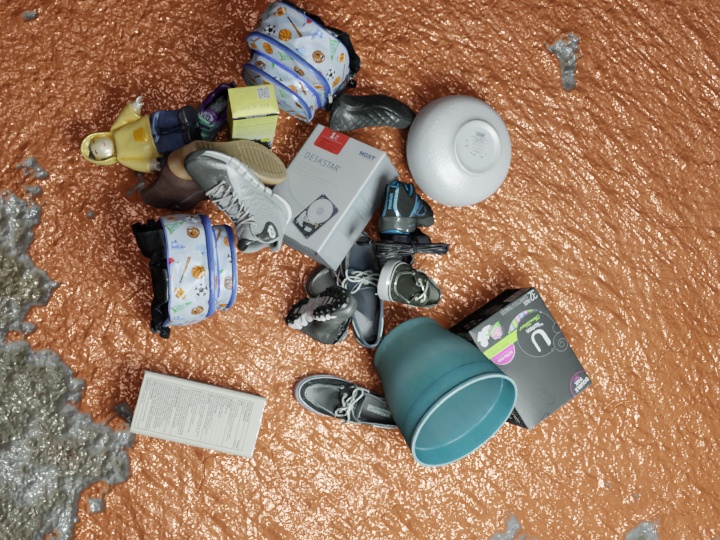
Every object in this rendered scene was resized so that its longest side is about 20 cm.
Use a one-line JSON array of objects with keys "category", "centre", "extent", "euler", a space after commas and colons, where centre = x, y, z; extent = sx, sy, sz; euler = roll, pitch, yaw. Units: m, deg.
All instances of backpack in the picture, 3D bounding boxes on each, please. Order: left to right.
[{"category": "backpack", "centre": [-0.271, -0.002, 1.267], "extent": [0.153, 0.190, 0.201], "euler": [-10, 88, -13]}, {"category": "backpack", "centre": [-0.108, -0.347, 1.321], "extent": [0.200, 0.191, 0.154], "euler": [27, 77, 0]}]

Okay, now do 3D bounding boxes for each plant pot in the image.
[{"category": "plant pot", "centre": [0.122, 0.183, 1.324], "extent": [0.200, 0.200, 0.188], "euler": [-29, 49, -12]}]

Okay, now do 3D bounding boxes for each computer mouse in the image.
[{"category": "computer mouse", "centre": [0.051, -0.041, 1.322], "extent": [0.140, 0.200, 0.046], "euler": [-1, 103, -18]}]

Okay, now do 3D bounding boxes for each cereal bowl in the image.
[{"category": "cereal bowl", "centre": [0.185, -0.212, 1.416], "extent": [0.199, 0.083, 0.201], "euler": [-2, 94, -23]}]

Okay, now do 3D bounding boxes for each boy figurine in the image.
[{"category": "boy figurine", "centre": [-0.360, -0.218, 1.304], "extent": [0.199, 0.064, 0.125], "euler": [-9, 95, 10]}]

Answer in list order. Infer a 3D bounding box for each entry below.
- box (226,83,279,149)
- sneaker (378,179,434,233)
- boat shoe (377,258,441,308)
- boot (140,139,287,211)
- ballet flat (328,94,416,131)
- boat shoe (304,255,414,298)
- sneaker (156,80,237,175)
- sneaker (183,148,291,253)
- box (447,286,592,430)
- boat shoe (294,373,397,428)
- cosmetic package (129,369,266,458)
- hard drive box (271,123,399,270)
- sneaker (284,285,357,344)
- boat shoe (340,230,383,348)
[{"category": "box", "centre": [-0.177, -0.238, 1.301], "extent": [0.075, 0.200, 0.050], "euler": [-10, 82, -11]}, {"category": "sneaker", "centre": [0.083, -0.112, 1.353], "extent": [0.073, 0.200, 0.082], "euler": [3, 100, 14]}, {"category": "boat shoe", "centre": [0.087, 0.025, 1.342], "extent": [0.063, 0.200, 0.071], "euler": [15, 89, 23]}, {"category": "boot", "centre": [-0.240, -0.149, 1.322], "extent": [0.200, 0.166, 0.073], "euler": [8, 60, -41]}, {"category": "ballet flat", "centre": [0.023, -0.269, 1.396], "extent": [0.200, 0.057, 0.067], "euler": [-4, 49, -42]}, {"category": "boat shoe", "centre": [0.000, 0.000, 1.398], "extent": [0.199, 0.057, 0.067], "euler": [-17, 90, -12]}, {"category": "sneaker", "centre": [-0.275, -0.235, 1.340], "extent": [0.074, 0.088, 0.200], "euler": [34, 80, -8]}, {"category": "sneaker", "centre": [-0.186, -0.093, 1.216], "extent": [0.200, 0.075, 0.116], "euler": [33, 45, -33]}, {"category": "box", "centre": [0.277, 0.151, 1.411], "extent": [0.148, 0.124, 0.200], "euler": [-32, 94, -11]}, {"category": "boat shoe", "centre": [-0.015, 0.230, 1.374], "extent": [0.199, 0.068, 0.074], "euler": [23, 82, -9]}, {"category": "cosmetic package", "centre": [-0.264, 0.233, 1.313], "extent": [0.199, 0.087, 0.104], "euler": [16, 82, -9]}, {"category": "hard drive box", "centre": [-0.057, -0.124, 1.345], "extent": [0.156, 0.077, 0.200], "euler": [27, 78, 31]}, {"category": "sneaker", "centre": [-0.045, 0.079, 1.323], "extent": [0.090, 0.200, 0.067], "euler": [38, 63, -19]}, {"category": "boat shoe", "centre": [0.005, 0.031, 1.346], "extent": [0.075, 0.062, 0.201], "euler": [-3, 92, -6]}]
